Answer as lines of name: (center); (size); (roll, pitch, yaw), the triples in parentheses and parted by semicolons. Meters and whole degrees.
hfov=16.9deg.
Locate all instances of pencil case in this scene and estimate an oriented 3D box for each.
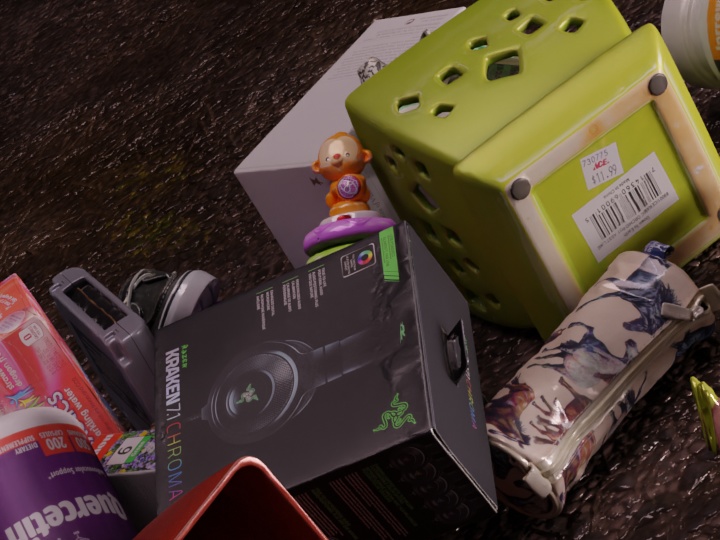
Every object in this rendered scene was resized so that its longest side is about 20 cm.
pencil case: (0.144, 0.071, 1.529); (0.200, 0.078, 0.089); (-46, 13, -28)

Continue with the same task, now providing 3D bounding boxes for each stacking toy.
stacking toy: (0.000, 0.000, 1.669); (0.115, 0.201, 0.110); (-12, -12, 16)

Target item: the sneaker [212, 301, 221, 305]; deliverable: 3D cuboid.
sneaker: (-0.045, 0.049, 1.791); (0.199, 0.089, 0.081); (-11, 30, 38)

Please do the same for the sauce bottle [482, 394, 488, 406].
sauce bottle: (0.002, 0.145, 1.581); (0.200, 0.066, 0.066); (-39, 25, -17)

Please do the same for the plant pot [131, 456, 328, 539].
plant pot: (-0.100, 0.254, 1.363); (0.176, 0.200, 0.200); (-22, 23, 53)

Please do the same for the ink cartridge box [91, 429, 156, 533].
ink cartridge box: (-0.141, 0.164, 1.660); (0.199, 0.109, 0.050); (-9, 33, 43)

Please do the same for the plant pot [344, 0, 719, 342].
plant pot: (0.139, -0.072, 1.677); (0.200, 0.200, 0.181); (-36, 31, -9)

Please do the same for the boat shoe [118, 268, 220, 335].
boat shoe: (-0.158, 0.035, 1.881); (0.072, 0.071, 0.200); (-60, 1, -16)

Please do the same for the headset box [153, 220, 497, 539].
headset box: (-0.018, 0.088, 1.476); (0.199, 0.093, 0.175); (-23, 44, 18)

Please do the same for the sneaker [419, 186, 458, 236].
sneaker: (0.127, -0.064, 1.836); (0.199, 0.085, 0.073); (-18, 11, -24)

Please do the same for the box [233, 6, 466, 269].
box: (0.027, -0.082, 1.870); (0.106, 0.153, 0.200); (-2, 38, 48)

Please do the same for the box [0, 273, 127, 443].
box: (-0.229, 0.119, 1.742); (0.102, 0.201, 0.095); (-35, 25, -4)

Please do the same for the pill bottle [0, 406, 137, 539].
pill bottle: (-0.194, 0.196, 1.564); (0.112, 0.113, 0.201); (-32, 66, 1)

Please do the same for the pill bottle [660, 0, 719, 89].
pill bottle: (0.317, -0.179, 1.745); (0.116, 0.117, 0.199); (-44, 27, -26)

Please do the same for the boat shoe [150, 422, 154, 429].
boat shoe: (-0.063, 0.140, 1.679); (0.199, 0.072, 0.068); (-4, 70, 32)

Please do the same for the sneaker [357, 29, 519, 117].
sneaker: (0.081, -0.147, 1.795); (0.199, 0.089, 0.077); (-18, -15, -33)

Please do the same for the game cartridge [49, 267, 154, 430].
game cartridge: (-0.171, 0.077, 1.832); (0.041, 0.134, 0.200); (-37, 24, -10)

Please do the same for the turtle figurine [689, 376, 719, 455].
turtle figurine: (0.274, 0.066, 1.395); (0.160, 0.065, 0.200); (-14, 13, 4)
